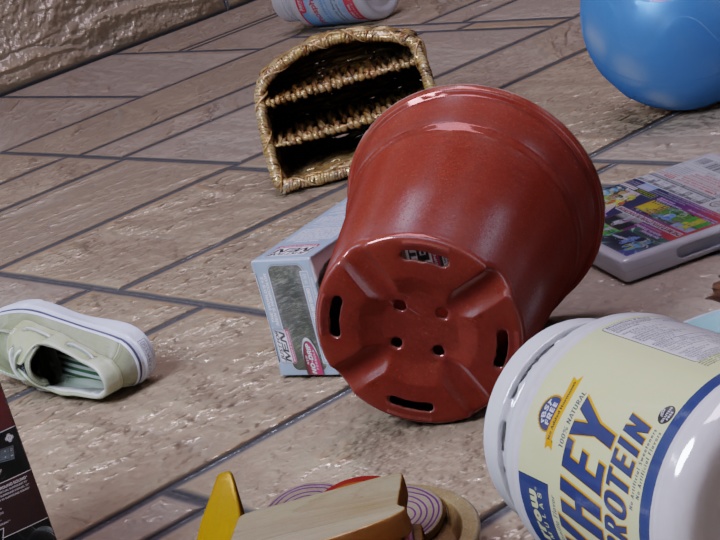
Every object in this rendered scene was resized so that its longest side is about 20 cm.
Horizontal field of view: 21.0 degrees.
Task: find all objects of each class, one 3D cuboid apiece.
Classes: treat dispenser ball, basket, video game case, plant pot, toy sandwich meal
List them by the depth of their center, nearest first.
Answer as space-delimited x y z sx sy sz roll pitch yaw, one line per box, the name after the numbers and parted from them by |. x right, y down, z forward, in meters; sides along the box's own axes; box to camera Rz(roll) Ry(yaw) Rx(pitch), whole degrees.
-0.025 0.154 1.129 0.204 0.071 0.205 -14 16 4 | toy sandwich meal
0.062 -0.004 1.389 0.200 0.201 0.195 -9 25 21 | plant pot
0.261 -0.047 1.627 0.182 0.023 0.200 -19 18 -12 | video game case
0.323 -0.263 1.964 0.200 0.202 0.201 -14 16 4 | treat dispenser ball
-0.015 -0.187 2.122 0.199 0.143 0.149 -14 15 6 | basket

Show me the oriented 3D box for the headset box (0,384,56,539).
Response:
-0.262 0.120 1.226 0.077 0.201 0.149 -22 17 -21 | headset box

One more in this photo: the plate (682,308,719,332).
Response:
0.265 0.062 1.255 0.199 0.026 0.200 -14 15 4 | plate

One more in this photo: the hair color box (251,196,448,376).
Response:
0.000 0.000 1.566 0.060 0.099 0.200 -2 21 35 | hair color box

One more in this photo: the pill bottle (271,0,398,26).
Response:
-0.043 -0.440 3.045 0.199 0.109 0.109 0 22 42 | pill bottle

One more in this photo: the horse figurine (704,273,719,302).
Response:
0.303 0.001 1.181 0.050 0.133 0.200 10 -33 -36 | horse figurine

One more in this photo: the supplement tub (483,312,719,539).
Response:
0.165 0.101 1.001 0.145 0.146 0.200 -22 17 -22 | supplement tub

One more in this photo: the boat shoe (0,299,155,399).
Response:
-0.262 0.068 1.629 0.199 0.072 0.062 2 21 38 | boat shoe
